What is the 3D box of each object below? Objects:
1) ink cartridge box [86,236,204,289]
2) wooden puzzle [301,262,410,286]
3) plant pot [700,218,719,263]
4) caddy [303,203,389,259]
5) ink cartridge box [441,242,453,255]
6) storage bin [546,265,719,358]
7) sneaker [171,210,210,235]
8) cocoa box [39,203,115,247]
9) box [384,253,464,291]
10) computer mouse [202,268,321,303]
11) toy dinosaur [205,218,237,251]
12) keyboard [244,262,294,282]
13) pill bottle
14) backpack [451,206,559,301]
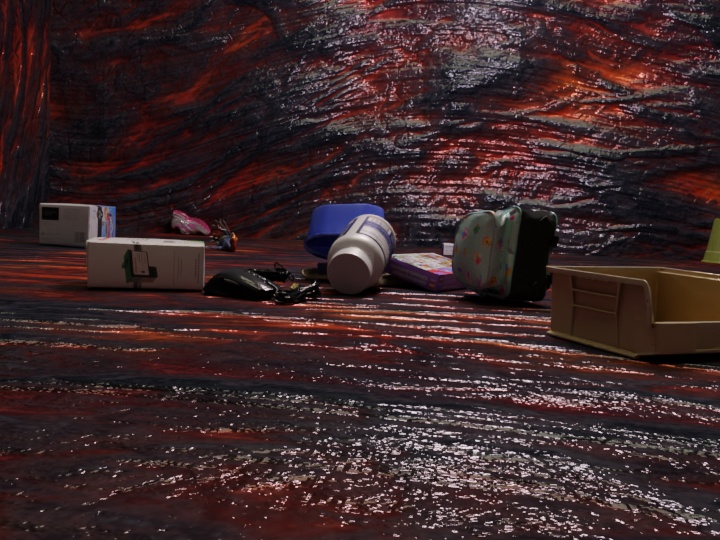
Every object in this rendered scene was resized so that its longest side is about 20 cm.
[{"bbox_3d":[-0.384,-0.014,1.329,0.199,0.085,0.146,1,4,-12],"label":"ink cartridge box"},{"bbox_3d":[0.000,0.000,1.609,0.199,0.047,0.185,7,6,39],"label":"wooden puzzle"},{"bbox_3d":[1.569,-0.125,3.128,0.199,0.191,0.200,2,5,0],"label":"plant pot"},{"bbox_3d":[-0.024,-0.069,1.591,0.199,0.105,0.141,-1,-22,14],"label":"caddy"},{"bbox_3d":[0.416,-0.080,2.822,0.199,0.044,0.094,3,6,2],"label":"ink cartridge box"},{"bbox_3d":[0.375,0.049,0.932,0.199,0.094,0.198,1,5,-22],"label":"storage bin"},{"bbox_3d":[-0.824,-0.212,3.542,0.199,0.088,0.081,25,16,-10],"label":"sneaker"},{"bbox_3d":[-0.904,-0.146,2.346,0.199,0.134,0.131,4,4,19],"label":"cocoa box"},{"bbox_3d":[0.157,0.001,1.569,0.137,0.039,0.200,21,14,34],"label":"box"},{"bbox_3d":[-0.165,0.020,1.265,0.199,0.046,0.140,6,7,34],"label":"computer mouse"},{"bbox_3d":[-0.442,-0.107,2.474,0.181,0.105,0.200,34,12,40],"label":"toy dinosaur"},{"bbox_3d":[-0.186,-0.001,1.399,0.104,0.040,0.200,9,-3,-14],"label":"keyboard"},{"bbox_3d":[-0.001,-0.029,1.417,0.111,0.112,0.200,4,22,12],"label":"pill bottle"},{"bbox_3d":[0.255,-0.032,1.363,0.153,0.177,0.200,5,0,-14],"label":"backpack"}]
